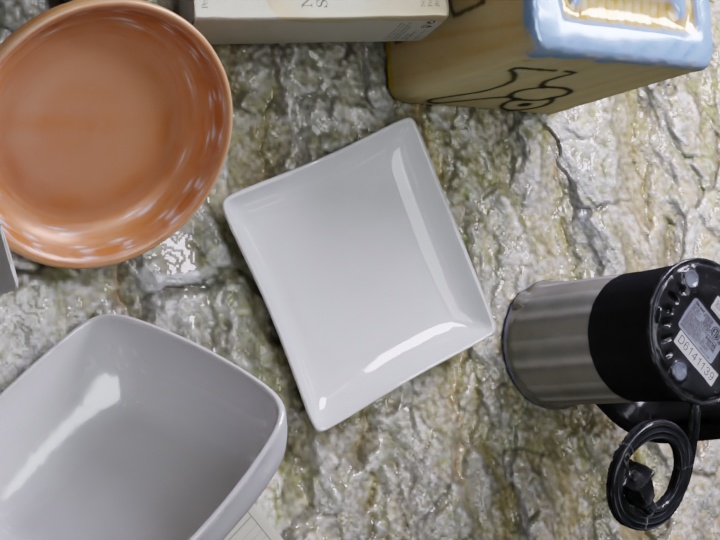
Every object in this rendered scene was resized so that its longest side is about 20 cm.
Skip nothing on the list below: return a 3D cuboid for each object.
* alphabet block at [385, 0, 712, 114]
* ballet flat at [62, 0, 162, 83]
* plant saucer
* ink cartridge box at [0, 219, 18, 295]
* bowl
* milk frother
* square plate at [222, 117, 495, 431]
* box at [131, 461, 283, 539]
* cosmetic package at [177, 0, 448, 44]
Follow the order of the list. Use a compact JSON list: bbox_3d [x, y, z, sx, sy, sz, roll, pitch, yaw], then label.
[{"bbox_3d":[0.148,-0.246,1.155,0.195,0.200,0.197,2,83,-33],"label":"alphabet block"},{"bbox_3d":[-0.196,-0.219,1.018,0.066,0.057,0.200,-37,104,-31],"label":"ballet flat"},{"bbox_3d":[-0.186,-0.097,0.978,0.200,0.037,0.200,-17,125,-26],"label":"plant saucer"},{"bbox_3d":[-0.295,-0.070,0.903,0.067,0.116,0.200,-18,94,-33],"label":"ink cartridge box"},{"bbox_3d":[-0.161,0.139,0.937,0.200,0.200,0.075,-47,143,-29],"label":"bowl"},{"bbox_3d":[0.205,0.103,1.156,0.200,0.188,0.181,-32,100,-31],"label":"milk frother"},{"bbox_3d":[0.000,0.000,1.133,0.200,0.028,0.198,-27,99,-32],"label":"square plate"},{"bbox_3d":[-0.090,0.240,1.018,0.095,0.078,0.200,-43,107,-28],"label":"box"},{"bbox_3d":[-0.040,-0.233,1.079,0.200,0.073,0.104,-5,85,-17],"label":"cosmetic package"}]
